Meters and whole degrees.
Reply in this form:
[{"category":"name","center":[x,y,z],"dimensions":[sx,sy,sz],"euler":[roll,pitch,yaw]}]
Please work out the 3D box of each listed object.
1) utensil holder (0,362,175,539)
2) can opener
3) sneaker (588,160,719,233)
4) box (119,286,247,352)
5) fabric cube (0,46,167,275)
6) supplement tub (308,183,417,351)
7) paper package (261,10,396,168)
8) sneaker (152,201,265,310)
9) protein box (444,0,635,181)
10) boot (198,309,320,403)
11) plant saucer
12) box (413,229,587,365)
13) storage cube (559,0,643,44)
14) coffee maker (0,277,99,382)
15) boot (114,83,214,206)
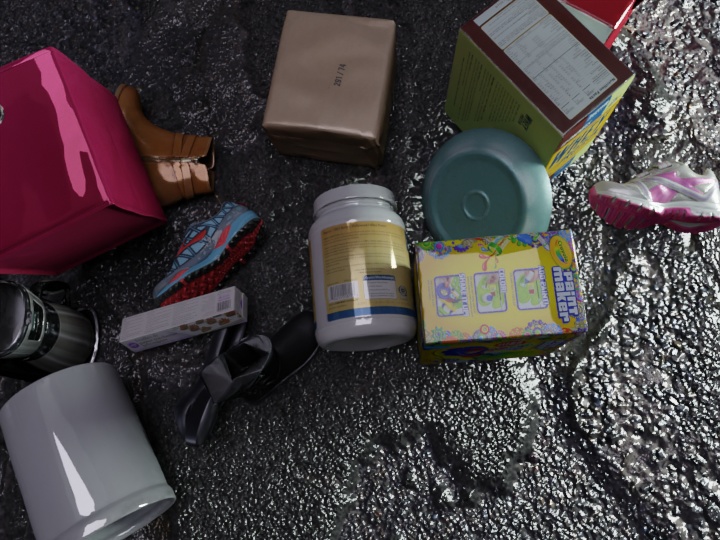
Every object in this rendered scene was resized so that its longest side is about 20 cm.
[{"category":"utensil holder","center":[-0.359,0.250,0.783],"dimensions":[0.167,0.171,0.203],"euler":[-30,72,-4]},{"category":"can opener","center":[-0.205,0.151,0.854],"dimensions":[0.077,0.063,0.205],"euler":[2,63,32]},{"category":"sneaker","center":[0.428,-0.112,0.869],"dimensions":[0.193,0.082,0.091],"euler":[7,74,-3]},{"category":"box","center":[-0.254,0.071,0.858],"dimensions":[0.194,0.039,0.042],"euler":[-17,55,15]},{"category":"fabric cube","center":[-0.406,-0.127,0.786],"dimensions":[0.192,0.200,0.204],"euler":[-23,88,-1]},{"category":"supplement tub","center":[0.000,0.000,0.831],"dimensions":[0.140,0.145,0.207],"euler":[-6,75,2]},{"category":"paper package","center":[-0.042,-0.282,0.933],"dimensions":[0.184,0.104,0.206],"euler":[8,76,6]},{"category":"sneaker","center":[-0.237,-0.023,0.904],"dimensions":[0.199,0.080,0.095],"euler":[-43,60,-12]},{"category":"protein box","center":[0.240,-0.250,0.852],"dimensions":[0.134,0.199,0.201],"euler":[-37,75,-9]},{"category":"boot","center":[-0.118,0.105,0.783],"dimensions":[0.065,0.200,0.166],"euler":[38,80,13]},{"category":"plant saucer","center":[0.167,-0.094,0.838],"dimensions":[0.195,0.036,0.207],"euler":[11,110,31]},{"category":"box","center":[0.166,0.043,0.779],"dimensions":[0.186,0.200,0.126],"euler":[-5,74,4]},{"category":"storage cube","center":[0.325,-0.422,0.908],"dimensions":[0.197,0.171,0.182],"euler":[32,80,11]},{"category":"coffee maker","center":[-0.488,0.093,0.815],"dimensions":[0.188,0.201,0.138],"euler":[-25,73,-3]},{"category":"boot","center":[-0.309,-0.204,0.944],"dimensions":[0.150,0.077,0.207],"euler":[-8,77,4]}]
